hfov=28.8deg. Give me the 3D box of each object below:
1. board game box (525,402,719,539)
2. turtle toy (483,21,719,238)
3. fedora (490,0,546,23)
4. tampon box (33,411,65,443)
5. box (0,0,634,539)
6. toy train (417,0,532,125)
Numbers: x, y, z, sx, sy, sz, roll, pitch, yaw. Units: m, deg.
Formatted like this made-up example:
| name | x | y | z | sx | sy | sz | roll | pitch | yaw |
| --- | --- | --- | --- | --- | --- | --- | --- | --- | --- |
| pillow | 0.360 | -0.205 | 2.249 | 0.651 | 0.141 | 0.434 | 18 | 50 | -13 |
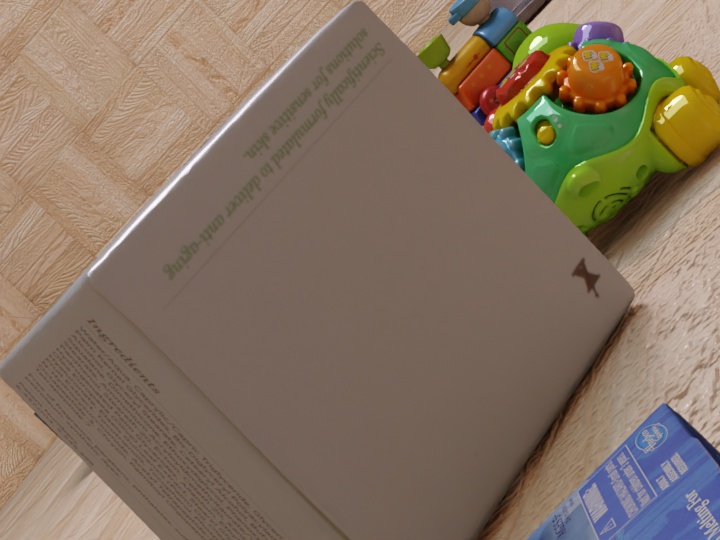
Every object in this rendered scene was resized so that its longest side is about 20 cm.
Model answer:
| name | x | y | z | sx | sy | sz | roll | pitch | yaw |
| --- | --- | --- | --- | --- | --- | --- | --- | --- | --- |
| board game box | 0.039 | 0.141 | 0.342 | 0.199 | 0.043 | 0.200 | -47 | 7 | 7 |
| turtle toy | 0.126 | -0.085 | 0.812 | 0.146 | 0.101 | 0.200 | -43 | 8 | 22 |
| fedora | 0.227 | -0.417 | 2.023 | 0.200 | 0.090 | 0.177 | -47 | 8 | -6 |
| tampon box | -0.424 | 0.209 | 2.276 | 0.150 | 0.126 | 0.200 | -46 | 7 | -3 |
| box | -0.023 | 0.031 | 0.663 | 0.199 | 0.200 | 0.171 | -49 | 10 | -30 |
| toy train | 0.102 | -0.200 | 1.496 | 0.200 | 0.116 | 0.085 | -48 | 7 | -12 |
